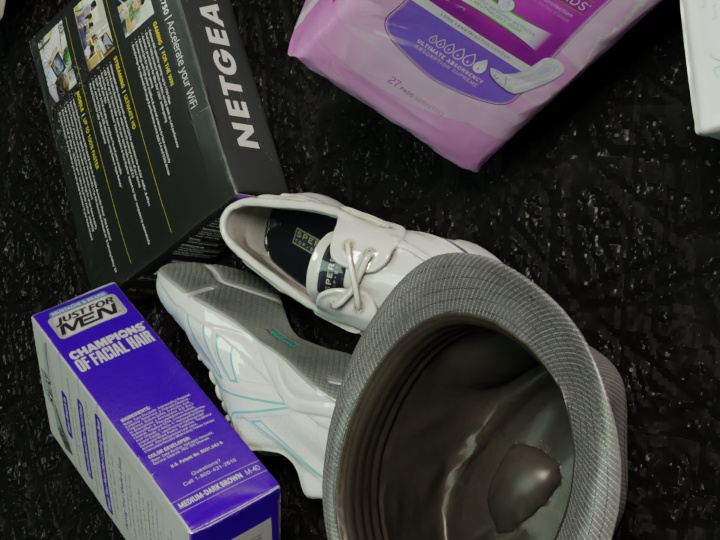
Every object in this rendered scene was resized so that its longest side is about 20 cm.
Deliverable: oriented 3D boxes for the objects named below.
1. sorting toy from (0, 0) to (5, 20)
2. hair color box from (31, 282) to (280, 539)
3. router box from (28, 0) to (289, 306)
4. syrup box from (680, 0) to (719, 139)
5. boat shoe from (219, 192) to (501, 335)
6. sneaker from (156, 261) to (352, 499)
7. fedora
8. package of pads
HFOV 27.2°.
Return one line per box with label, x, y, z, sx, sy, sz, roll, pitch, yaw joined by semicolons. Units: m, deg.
sorting toy;-0.288;-0.290;1.104;0.198;0.069;0.201;17;100;44
hair color box;-0.123;0.111;0.891;0.200;0.065;0.110;44;147;36
router box;-0.133;-0.098;0.951;0.149;0.051;0.201;-32;66;37
syrup box;0.231;-0.107;0.575;0.200;0.079;0.082;-12;79;43
boat shoe;0.000;0.000;0.805;0.200;0.066;0.072;31;109;41
sneaker;-0.063;0.060;0.862;0.200;0.070;0.080;39;121;40
fedora;0.069;0.094;0.714;0.177;0.090;0.201;32;110;41
package of pads;0.067;-0.141;0.692;0.200;0.120;0.076;-42;27;44
